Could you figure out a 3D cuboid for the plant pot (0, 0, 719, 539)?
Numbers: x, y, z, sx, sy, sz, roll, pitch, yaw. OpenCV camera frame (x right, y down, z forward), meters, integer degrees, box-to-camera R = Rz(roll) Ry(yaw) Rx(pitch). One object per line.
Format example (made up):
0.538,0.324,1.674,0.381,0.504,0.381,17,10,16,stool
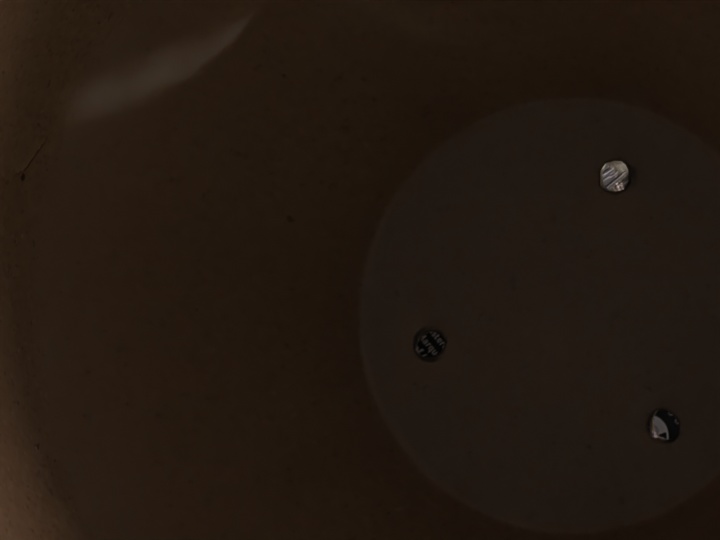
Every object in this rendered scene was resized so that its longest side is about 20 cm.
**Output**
0.030,0.006,0.517,0.200,0.200,0.134,52,8,12,plant pot

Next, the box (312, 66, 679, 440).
0.000,0.000,0.699,0.149,0.124,0.200,51,6,-13,box
